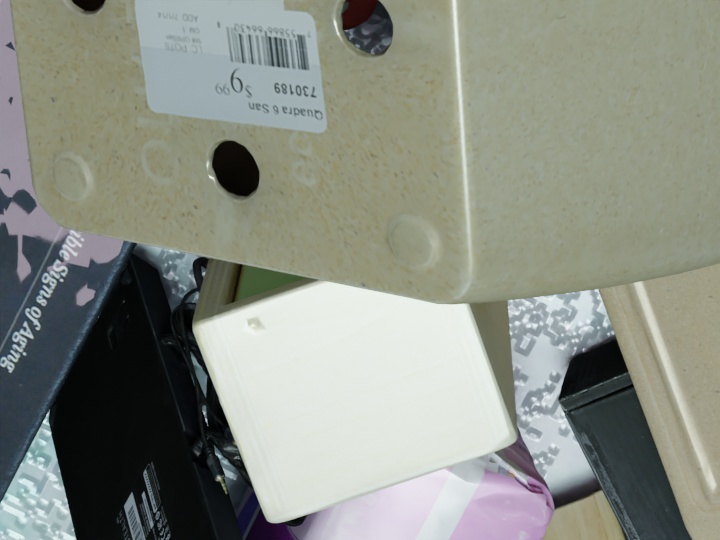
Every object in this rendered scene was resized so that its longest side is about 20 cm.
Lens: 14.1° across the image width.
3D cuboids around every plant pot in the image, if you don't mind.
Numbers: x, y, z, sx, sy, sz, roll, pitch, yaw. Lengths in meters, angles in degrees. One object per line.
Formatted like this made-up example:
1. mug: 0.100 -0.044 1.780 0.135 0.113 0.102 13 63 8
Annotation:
1. plant pot: 0.014 -0.095 0.747 0.199 0.177 0.201 11 117 32

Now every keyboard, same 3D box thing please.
1. keyboard: -0.049 0.077 0.914 0.039 0.200 0.104 14 123 -28

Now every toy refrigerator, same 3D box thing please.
1. toy refrigerator: 0.000 0.000 0.884 0.076 0.200 0.070 -19 105 7

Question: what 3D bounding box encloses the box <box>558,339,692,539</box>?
1. box: 0.194 0.085 0.970 0.192 0.048 0.201 -23 105 15

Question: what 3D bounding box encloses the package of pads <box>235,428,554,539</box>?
1. package of pads: -0.013 0.122 0.959 0.075 0.121 0.201 25 105 -12

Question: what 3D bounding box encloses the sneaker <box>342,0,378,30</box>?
1. sneaker: -0.058 -0.168 0.903 0.199 0.078 0.116 32 106 -9

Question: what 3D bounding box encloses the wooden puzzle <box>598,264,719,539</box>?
1. wooden puzzle: 0.153 -0.010 0.881 0.184 0.037 0.201 -14 107 38

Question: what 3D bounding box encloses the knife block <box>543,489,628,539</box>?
1. knife block: 0.093 0.194 0.950 0.064 0.176 0.201 -21 104 7

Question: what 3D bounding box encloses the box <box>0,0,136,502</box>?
1. box: -0.167 -0.036 0.918 0.196 0.124 0.201 28 104 -4
